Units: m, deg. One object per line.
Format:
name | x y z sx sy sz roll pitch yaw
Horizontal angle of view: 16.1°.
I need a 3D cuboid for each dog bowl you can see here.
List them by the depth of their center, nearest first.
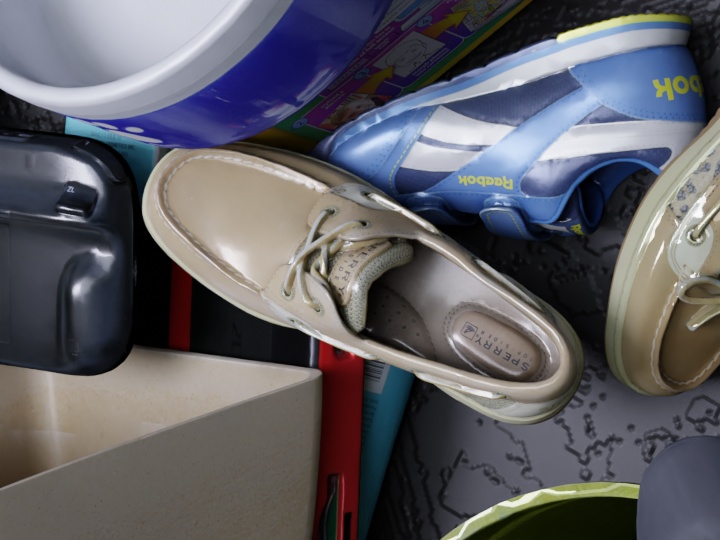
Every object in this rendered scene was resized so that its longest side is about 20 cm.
dog bowl | -0.076 -0.152 1.017 0.200 0.079 0.201 -10 72 32

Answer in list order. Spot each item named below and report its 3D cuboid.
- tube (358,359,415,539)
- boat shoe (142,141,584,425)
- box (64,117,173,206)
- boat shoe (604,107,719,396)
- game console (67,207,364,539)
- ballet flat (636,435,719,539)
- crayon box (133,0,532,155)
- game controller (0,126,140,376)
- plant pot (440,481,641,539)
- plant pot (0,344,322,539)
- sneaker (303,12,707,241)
tube | -0.017 0.086 1.147 0.077 0.050 0.200 29 108 31
boat shoe | 0.000 0.000 1.043 0.200 0.065 0.072 28 85 8
box | -0.087 -0.131 1.141 0.049 0.082 0.200 8 96 22
boat shoe | 0.167 -0.029 1.038 0.063 0.073 0.200 41 110 43
game console | -0.069 0.075 1.151 0.177 0.031 0.201 8 97 45
ballet flat | 0.137 0.150 0.820 0.073 0.073 0.200 -21 86 22
crayon box | 0.014 -0.131 1.074 0.200 0.119 0.058 -38 66 20
game controller | -0.183 -0.013 1.118 0.200 0.042 0.105 8 112 28
plant pot | 0.125 0.166 0.967 0.200 0.193 0.201 2 94 22
plant pot | -0.141 0.142 1.082 0.200 0.200 0.177 6 107 45
sneaker | 0.057 -0.045 1.093 0.200 0.074 0.082 -19 88 23
